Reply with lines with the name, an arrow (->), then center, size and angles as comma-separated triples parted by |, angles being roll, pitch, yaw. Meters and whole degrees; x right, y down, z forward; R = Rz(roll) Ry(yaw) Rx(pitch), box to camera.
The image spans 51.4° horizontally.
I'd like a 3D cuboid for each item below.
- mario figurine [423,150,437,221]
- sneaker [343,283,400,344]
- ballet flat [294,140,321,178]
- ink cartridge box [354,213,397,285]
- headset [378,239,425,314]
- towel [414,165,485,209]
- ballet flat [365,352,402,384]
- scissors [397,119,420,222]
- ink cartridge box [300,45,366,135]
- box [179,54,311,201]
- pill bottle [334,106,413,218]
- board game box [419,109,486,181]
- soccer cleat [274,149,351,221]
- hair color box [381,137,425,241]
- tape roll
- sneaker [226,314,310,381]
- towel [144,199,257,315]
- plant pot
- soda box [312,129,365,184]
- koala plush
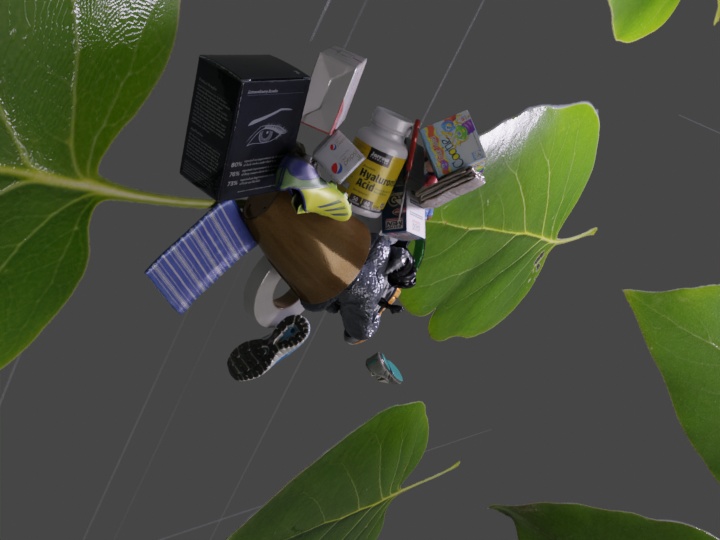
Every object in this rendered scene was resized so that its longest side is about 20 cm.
mario figurine -> 0.152, -0.217, 1.711 | 0.105, 0.124, 0.201 | 14, 116, -16
sneaker -> 0.016, 0.088, 1.821 | 0.201, 0.078, 0.077 | -57, 138, -4
ballet flat -> -0.106, -0.185, 1.363 | 0.072, 0.072, 0.200 | -52, 152, -6
ink cartridge box -> 0.025, -0.048, 1.670 | 0.145, 0.087, 0.201 | 17, 103, -59
headset -> 0.098, 0.001, 1.643 | 0.201, 0.094, 0.124 | -56, 152, -23
towel -> 0.186, -0.166, 1.525 | 0.132, 0.035, 0.200 | -24, 176, 16
ballet flat -> 0.062, 0.282, 2.106 | 0.063, 0.068, 0.200 | -27, 150, 7
scissors -> 0.096, -0.198, 1.486 | 0.073, 0.014, 0.201 | -79, 178, -63
ink cartridge box -> -0.045, -0.310, 1.265 | 0.200, 0.067, 0.117 | -71, -176, -69
box -> -0.180, -0.225, 1.165 | 0.148, 0.104, 0.201 | -17, 133, -48
pill bottle -> 0.028, -0.215, 1.477 | 0.111, 0.111, 0.201 | -2, 121, -55
board game box -> 0.191, -0.243, 1.537 | 0.102, 0.106, 0.200 | -22, 177, 7
soccer cleat -> -0.081, -0.122, 1.243 | 0.084, 0.064, 0.200 | -64, 147, -10
hair color box -> 0.090, -0.169, 1.564 | 0.100, 0.060, 0.202 | 15, 73, -61
tape roll -> -0.151, 0.025, 1.535 | 0.202, 0.037, 0.204 | -36, 145, -30
sneaker -> -0.184, 0.170, 1.563 | 0.199, 0.079, 0.090 | -30, 165, 3
towel -> -0.274, -0.025, 1.316 | 0.200, 0.024, 0.145 | -46, 149, -16
plant pot -> -0.114, -0.072, 1.359 | 0.200, 0.186, 0.187 | 41, 84, -34
soda box -> -0.040, -0.204, 1.315 | 0.064, 0.068, 0.200 | -45, -170, 5
koala plush -> 0.000, 0.000, 1.508 | 0.200, 0.177, 0.184 | -56, 173, -30
